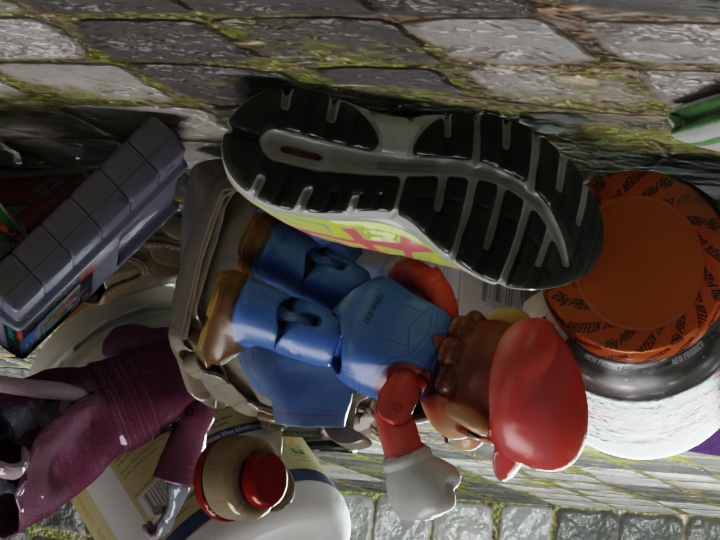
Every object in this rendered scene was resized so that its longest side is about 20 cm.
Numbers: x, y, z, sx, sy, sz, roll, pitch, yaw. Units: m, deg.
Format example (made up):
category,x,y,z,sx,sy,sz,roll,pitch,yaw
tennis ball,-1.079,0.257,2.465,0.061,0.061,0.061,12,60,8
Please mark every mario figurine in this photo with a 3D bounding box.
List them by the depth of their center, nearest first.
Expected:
category,x,y,z,sx,sy,sz,roll,pitch,yaw
mario figurine,0.019,0.053,1.441,0.199,0.124,0.106,24,-179,8

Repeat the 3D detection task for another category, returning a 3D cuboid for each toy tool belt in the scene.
category,x,y,z,sx,sy,sz,roll,pitch,yaw
toy tool belt,-0.034,0.038,1.532,0.122,0.201,0.124,0,179,42

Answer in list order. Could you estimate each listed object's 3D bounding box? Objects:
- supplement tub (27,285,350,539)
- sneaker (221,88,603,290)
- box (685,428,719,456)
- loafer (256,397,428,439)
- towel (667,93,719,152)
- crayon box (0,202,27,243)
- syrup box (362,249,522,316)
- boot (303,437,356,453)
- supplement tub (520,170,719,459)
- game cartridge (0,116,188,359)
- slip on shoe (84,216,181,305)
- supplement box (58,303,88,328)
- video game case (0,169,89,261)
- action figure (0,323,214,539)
category,x,y,z,sx,sy,sz,roll,pitch,yaw
supplement tub,-0.111,0.121,1.786,0.144,0.200,0.145,-26,149,-17
sneaker,0.024,-0.041,1.412,0.199,0.079,0.090,18,170,-10
box,0.206,0.054,1.715,0.199,0.137,0.039,11,126,-29
loafer,0.034,0.064,1.725,0.199,0.063,0.072,-16,132,-15
towel,0.255,-0.061,1.287,0.199,0.024,0.152,7,172,-18
crayon box,-0.286,-0.039,1.512,0.199,0.051,0.127,-2,136,37
syrup box,0.000,0.000,1.640,0.199,0.082,0.079,-3,167,37
boot,-0.001,0.053,1.809,0.069,0.133,0.200,12,169,-27
supplement tub,0.148,0.022,1.518,0.122,0.123,0.200,4,165,9
game cartridge,-0.150,-0.012,1.551,0.038,0.130,0.200,41,170,1
slip on shoe,-0.158,-0.007,1.761,0.199,0.061,0.076,13,168,-38
supplement box,-0.228,-0.005,1.806,0.199,0.067,0.069,15,167,-41
video game case,-0.261,-0.003,1.610,0.142,0.018,0.200,-1,-152,37
action figure,-0.144,0.070,1.625,0.199,0.134,0.149,-22,150,-16
